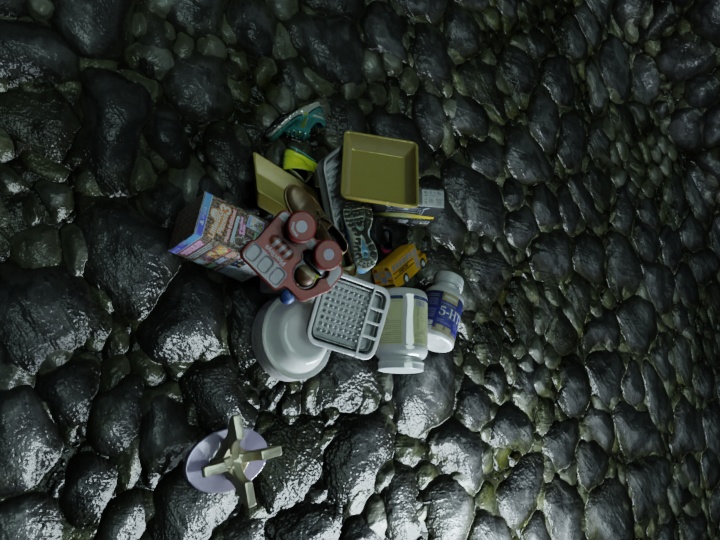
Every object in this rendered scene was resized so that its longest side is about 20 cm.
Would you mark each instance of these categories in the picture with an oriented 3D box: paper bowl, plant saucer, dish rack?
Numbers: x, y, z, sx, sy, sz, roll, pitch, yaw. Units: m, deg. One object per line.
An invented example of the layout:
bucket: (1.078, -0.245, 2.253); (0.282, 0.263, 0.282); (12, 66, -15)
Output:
paper bowl: (-0.151, 0.155, 1.617); (0.196, 0.103, 0.208); (9, 74, -34)
plant saucer: (-0.185, -0.177, 1.655); (0.197, 0.049, 0.202); (31, 24, -29)
dish rack: (-0.033, 0.102, 1.603); (0.196, 0.043, 0.177); (20, 86, -32)
plant saucer: (0.046, -0.241, 1.710); (0.193, 0.049, 0.205); (8, 59, -9)
dish rack: (-0.064, -0.196, 1.716); (0.172, 0.042, 0.206); (-52, 136, -60)

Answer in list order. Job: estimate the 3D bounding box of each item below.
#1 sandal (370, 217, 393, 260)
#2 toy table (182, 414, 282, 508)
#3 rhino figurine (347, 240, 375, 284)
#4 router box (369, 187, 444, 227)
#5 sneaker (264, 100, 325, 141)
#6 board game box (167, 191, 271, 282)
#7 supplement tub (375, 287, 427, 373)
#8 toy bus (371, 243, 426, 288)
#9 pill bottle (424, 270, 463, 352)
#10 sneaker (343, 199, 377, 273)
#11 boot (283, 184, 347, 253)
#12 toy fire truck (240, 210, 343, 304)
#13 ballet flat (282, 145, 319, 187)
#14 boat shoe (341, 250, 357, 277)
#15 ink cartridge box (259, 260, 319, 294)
sandal: (0.062, -0.079, 1.802); (0.044, 0.200, 0.078); (3, 73, 10)
toy table: (-0.267, 0.403, 1.460); (0.197, 0.116, 0.189); (-21, 92, -37)
rhino figurine: (0.000, 0.000, 1.793); (0.199, 0.059, 0.090); (39, 46, -40)
router box: (0.108, -0.171, 1.818); (0.193, 0.157, 0.054); (4, 74, -11)
sneaker: (-0.160, -0.371, 1.756); (0.198, 0.076, 0.082); (-35, 109, -37)
board game box: (-0.300, -0.068, 1.519); (0.197, 0.158, 0.100); (25, 64, -30)
supplement tub: (0.106, 0.158, 1.786); (0.142, 0.143, 0.207); (12, 72, -34)
toy bus: (0.108, -0.012, 1.848); (0.199, 0.064, 0.080); (-39, 113, -52)
pill bottle: (0.224, 0.111, 1.906); (0.118, 0.118, 0.205); (32, 62, -27)
sneaker: (-0.011, -0.085, 1.709); (0.076, 0.090, 0.206); (1, 67, -15)
boot: (-0.096, -0.117, 1.558); (0.074, 0.075, 0.202); (-43, 103, -25)
toy fire truck: (-0.141, -0.023, 1.472); (0.200, 0.112, 0.168); (46, 79, -15)
ballet flat: (-0.119, -0.254, 1.769); (0.196, 0.066, 0.069); (20, 89, -36)
boat shoe: (-0.043, 0.007, 1.647); (0.075, 0.073, 0.205); (-26, 97, -38)
ink cartridge box: (-0.142, -0.017, 1.676); (0.195, 0.082, 0.150); (7, 75, -36)
